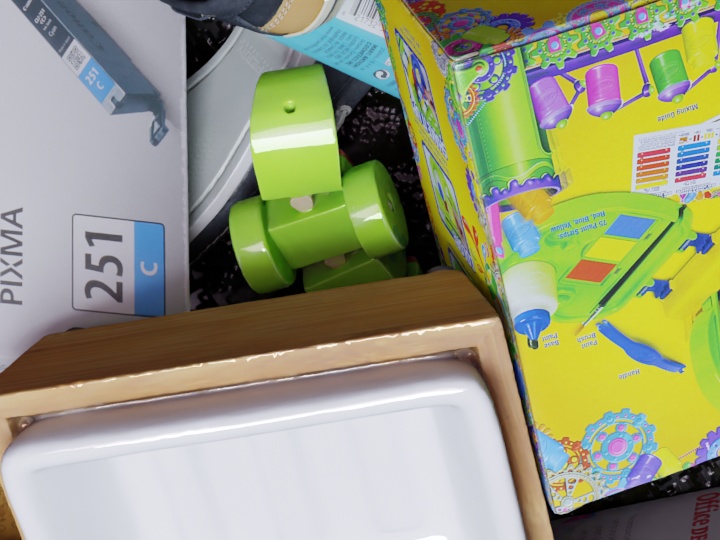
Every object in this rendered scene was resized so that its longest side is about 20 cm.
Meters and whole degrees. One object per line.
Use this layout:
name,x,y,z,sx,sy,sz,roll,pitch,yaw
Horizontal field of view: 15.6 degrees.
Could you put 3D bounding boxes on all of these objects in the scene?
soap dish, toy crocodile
soap dish,-0.029,0.082,1.002,0.198,0.081,0.158,-9,127,9
toy crocodile,0.000,0.000,1.092,0.067,0.062,0.200,-17,133,15

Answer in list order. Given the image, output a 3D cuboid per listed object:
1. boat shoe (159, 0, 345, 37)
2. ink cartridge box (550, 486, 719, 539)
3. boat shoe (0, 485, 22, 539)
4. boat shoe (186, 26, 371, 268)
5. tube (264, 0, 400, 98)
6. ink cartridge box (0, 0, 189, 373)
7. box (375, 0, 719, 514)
boat shoe,-0.084,-0.150,1.010,0.200,0.062,0.075,40,122,37
ink cartridge box,0.103,0.177,1.103,0.199,0.129,0.126,-13,99,13
boat shoe,-0.104,0.093,1.110,0.199,0.067,0.073,-17,97,-24
boat shoe,-0.037,-0.066,1.108,0.060,0.076,0.200,20,119,-41
tube,0.052,-0.085,1.063,0.199,0.050,0.078,21,112,-30
ink cartridge box,-0.156,-0.056,1.052,0.175,0.045,0.202,5,72,-24
box,0.129,-0.044,1.000,0.199,0.122,0.194,-18,118,-7
